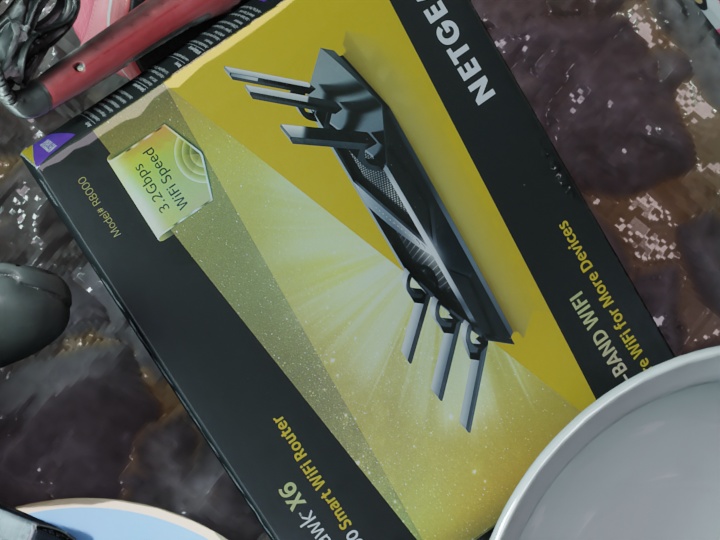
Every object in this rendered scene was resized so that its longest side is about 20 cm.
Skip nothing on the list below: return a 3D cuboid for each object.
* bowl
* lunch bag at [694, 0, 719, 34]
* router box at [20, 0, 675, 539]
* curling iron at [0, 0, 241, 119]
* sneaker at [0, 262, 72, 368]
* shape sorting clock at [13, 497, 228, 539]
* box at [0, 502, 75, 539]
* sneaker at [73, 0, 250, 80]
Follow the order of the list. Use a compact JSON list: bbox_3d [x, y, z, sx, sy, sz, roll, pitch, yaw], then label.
[{"bbox_3d":[0.121,0.122,0.788,0.199,0.090,0.203,-1,92,-14],"label":"bowl"},{"bbox_3d":[0.188,-0.189,0.857,0.199,0.082,0.177,-33,83,-11],"label":"lunch bag"},{"bbox_3d":[0.000,0.000,0.798,0.157,0.052,0.201,-35,105,-8],"label":"router box"},{"bbox_3d":[-0.052,-0.108,0.779,0.199,0.025,0.050,-29,116,-27],"label":"curling iron"},{"bbox_3d":[-0.177,0.063,0.737,0.199,0.074,0.089,-23,69,12],"label":"sneaker"},{"bbox_3d":[-0.100,0.182,0.804,0.198,0.039,0.202,1,81,-3],"label":"shape sorting clock"},{"bbox_3d":[-0.208,0.154,0.781,0.157,0.051,0.201,19,81,15],"label":"box"},{"bbox_3d":[-0.062,-0.163,0.834,0.073,0.087,0.202,23,84,-35],"label":"sneaker"}]
